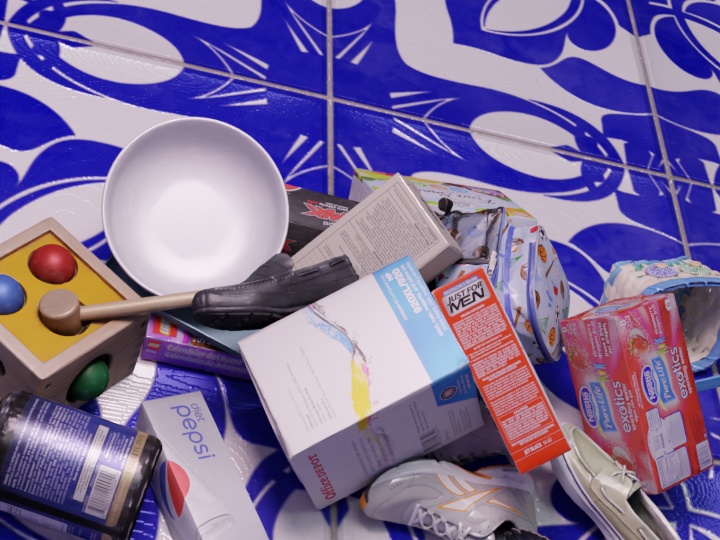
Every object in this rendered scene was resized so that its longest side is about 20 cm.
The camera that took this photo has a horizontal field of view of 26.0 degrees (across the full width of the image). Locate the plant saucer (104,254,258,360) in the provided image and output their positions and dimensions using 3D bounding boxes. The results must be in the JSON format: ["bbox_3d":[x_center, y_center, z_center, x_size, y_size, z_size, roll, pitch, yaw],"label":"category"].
[{"bbox_3d":[-0.183,0.036,1.671,0.198,0.019,0.070,27,43,5],"label":"plant saucer"}]

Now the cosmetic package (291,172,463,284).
[{"bbox_3d":[0.000,0.000,1.686,0.104,0.199,0.073,56,10,17],"label":"cosmetic package"}]

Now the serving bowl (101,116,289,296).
[{"bbox_3d":[-0.179,-0.058,1.669,0.197,0.066,0.203,2,80,-12],"label":"serving bowl"}]

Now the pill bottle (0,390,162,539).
[{"bbox_3d":[-0.295,0.180,1.468,0.198,0.112,0.113,20,42,-5],"label":"pill bottle"}]

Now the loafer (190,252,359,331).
[{"bbox_3d":[-0.086,0.019,1.584,0.199,0.068,0.071,-5,76,-36],"label":"loafer"}]

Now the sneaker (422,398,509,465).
[{"bbox_3d":[0.105,0.180,1.689,0.197,0.075,0.088,14,60,-7],"label":"sneaker"}]

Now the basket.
[{"bbox_3d":[0.379,0.072,1.848,0.174,0.140,0.201,-5,40,-28],"label":"basket"}]

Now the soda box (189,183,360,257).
[{"bbox_3d":[-0.101,-0.057,1.765,0.197,0.064,0.071,13,41,-11],"label":"soda box"}]

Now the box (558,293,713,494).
[{"bbox_3d":[0.302,0.135,1.714,0.099,0.095,0.203,-18,96,-36],"label":"box"}]

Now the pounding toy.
[{"bbox_3d":[-0.296,0.050,1.574,0.199,0.143,0.184,39,45,17],"label":"pounding toy"}]

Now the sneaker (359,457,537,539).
[{"bbox_3d":[0.097,0.250,1.602,0.197,0.076,0.093,3,51,-20],"label":"sneaker"}]

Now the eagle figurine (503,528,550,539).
[{"bbox_3d":[0.235,0.338,1.537,0.149,0.153,0.202,-10,54,-5],"label":"eagle figurine"}]

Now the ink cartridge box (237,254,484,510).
[{"bbox_3d":[0.001,0.115,1.575,0.198,0.148,0.146,-26,60,-5],"label":"ink cartridge box"}]

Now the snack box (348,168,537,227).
[{"bbox_3d":[0.097,-0.070,1.890,0.197,0.054,0.142,7,17,-17],"label":"snack box"}]

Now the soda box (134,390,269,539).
[{"bbox_3d":[-0.157,0.217,1.527,0.068,0.064,0.201,-8,51,-29],"label":"soda box"}]

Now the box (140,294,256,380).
[{"bbox_3d":[-0.165,0.025,1.732,0.135,0.039,0.201,12,44,-11],"label":"box"}]

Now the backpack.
[{"bbox_3d":[0.150,0.047,1.745,0.152,0.200,0.192,-3,53,31],"label":"backpack"}]

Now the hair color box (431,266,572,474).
[{"bbox_3d":[0.142,0.101,1.588,0.063,0.111,0.202,-25,85,3],"label":"hair color box"}]

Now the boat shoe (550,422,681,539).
[{"bbox_3d":[0.275,0.240,1.666,0.201,0.062,0.072,54,35,11],"label":"boat shoe"}]
